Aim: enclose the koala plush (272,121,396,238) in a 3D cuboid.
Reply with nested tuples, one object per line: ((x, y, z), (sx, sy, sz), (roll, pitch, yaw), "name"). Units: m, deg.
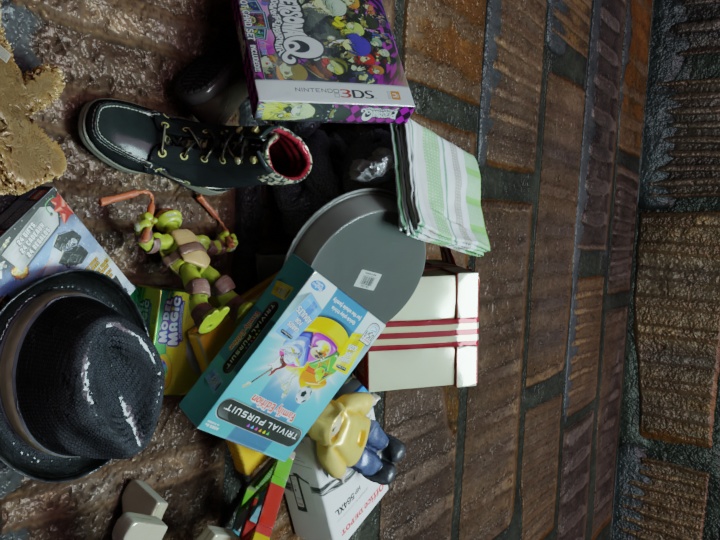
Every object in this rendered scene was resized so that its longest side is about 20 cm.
((-0.001, -0.121, 0.908), (0.177, 0.199, 0.185), (23, 76, -54), "koala plush")

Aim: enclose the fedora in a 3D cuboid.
((-0.238, 0.102, 0.625), (0.200, 0.091, 0.202), (-15, 108, -54), "fedora")

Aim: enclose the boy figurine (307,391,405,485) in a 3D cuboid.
((-0.011, 0.214, 0.919), (0.125, 0.064, 0.200), (-61, 141, -18), "boy figurine")

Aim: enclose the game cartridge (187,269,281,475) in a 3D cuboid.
((-0.110, 0.117, 0.847), (0.176, 0.032, 0.201), (-36, 126, -40), "game cartridge")

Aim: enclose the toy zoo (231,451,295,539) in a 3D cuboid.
((-0.135, 0.322, 0.815), (0.020, 0.131, 0.201), (27, 44, -11), "toy zoo")

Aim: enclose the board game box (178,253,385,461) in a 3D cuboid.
((-0.080, 0.103, 0.772), (0.200, 0.047, 0.151), (-54, 138, -2), "board game box")

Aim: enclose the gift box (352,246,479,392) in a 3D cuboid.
((0.076, 0.065, 1.032), (0.186, 0.200, 0.186), (-2, 103, -13), "gift box")

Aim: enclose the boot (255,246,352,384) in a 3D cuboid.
((-0.076, 0.067, 0.956), (0.181, 0.072, 0.201), (-6, 94, -56), "boot")

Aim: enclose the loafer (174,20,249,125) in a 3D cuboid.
((-0.141, -0.236, 0.815), (0.200, 0.073, 0.071), (-53, 147, -33), "loafer")

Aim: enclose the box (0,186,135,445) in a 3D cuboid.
((-0.312, 0.040, 0.625), (0.200, 0.040, 0.137), (-57, 138, -33), "box")

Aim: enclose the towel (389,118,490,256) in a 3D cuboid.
((0.106, -0.102, 0.862), (0.200, 0.031, 0.150), (11, 71, -53), "towel")

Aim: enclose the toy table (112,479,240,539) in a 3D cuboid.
((-0.209, 0.313, 0.711), (0.117, 0.183, 0.200), (-59, 159, -8), "toy table")

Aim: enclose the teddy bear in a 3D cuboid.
((-0.321, -0.160, 0.574), (0.201, 0.066, 0.145), (64, 36, -28), "teddy bear")

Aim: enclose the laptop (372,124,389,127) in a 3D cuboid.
((0.066, -0.247, 0.995), (0.116, 0.200, 0.187), (-47, 178, 7), "laptop")

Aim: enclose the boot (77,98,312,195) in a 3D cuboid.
((-0.162, -0.131, 0.712), (0.203, 0.153, 0.074), (19, 75, -54), "boot")

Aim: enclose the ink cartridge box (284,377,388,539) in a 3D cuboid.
((-0.041, 0.275, 1.010), (0.146, 0.084, 0.201), (-37, 123, -46), "ink cartridge box")

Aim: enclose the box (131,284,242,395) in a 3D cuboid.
((-0.194, 0.081, 0.797), (0.200, 0.048, 0.118), (11, 86, -53), "box")

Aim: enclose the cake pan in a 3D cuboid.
((0.000, 0.000, 0.840), (0.199, 0.037, 0.201), (-19, 128, -26), "cake pan")

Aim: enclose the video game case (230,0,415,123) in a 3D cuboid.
((-0.047, -0.255, 0.782), (0.180, 0.036, 0.201), (-3, 64, -22), "video game case")

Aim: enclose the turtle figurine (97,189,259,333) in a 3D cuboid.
((-0.187, -0.011, 0.741), (0.162, 0.064, 0.200), (55, 16, 17), "turtle figurine")
